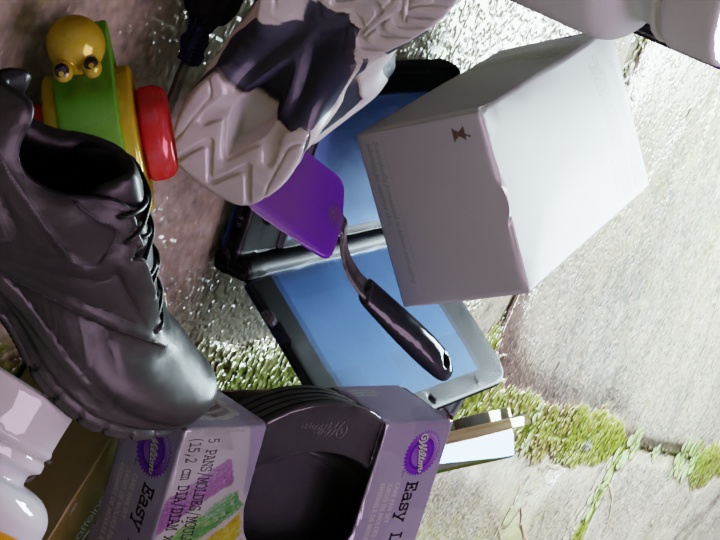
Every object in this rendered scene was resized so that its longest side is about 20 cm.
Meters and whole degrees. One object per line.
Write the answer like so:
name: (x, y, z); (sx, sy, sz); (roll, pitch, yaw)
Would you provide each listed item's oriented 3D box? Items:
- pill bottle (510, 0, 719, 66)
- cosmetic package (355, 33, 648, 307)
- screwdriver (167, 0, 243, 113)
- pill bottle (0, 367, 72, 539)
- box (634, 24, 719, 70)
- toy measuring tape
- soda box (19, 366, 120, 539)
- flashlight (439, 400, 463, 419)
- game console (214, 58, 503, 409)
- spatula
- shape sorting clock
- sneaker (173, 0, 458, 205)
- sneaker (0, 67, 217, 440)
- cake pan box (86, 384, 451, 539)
pill bottle: (0.121, -0.187, 0.962); (0.114, 0.199, 0.115); (-44, 150, -34)
cosmetic package: (0.089, -0.064, 1.060); (0.200, 0.084, 0.108); (-33, 111, -55)
screwdriver: (-0.086, -0.083, 0.873); (0.028, 0.029, 0.201); (-7, 121, -60)
pill bottle: (-0.205, 0.125, 0.758); (0.201, 0.109, 0.109); (-58, 155, -8)
box: (0.173, -0.208, 1.045); (0.144, 0.199, 0.036); (-62, 151, 0)
toy measuring tape: (-0.111, -0.028, 0.821); (0.074, 0.073, 0.201); (-46, 148, -31)
soda box: (-0.160, 0.121, 0.894); (0.201, 0.064, 0.068); (-59, 156, -8)
flashlight: (0.009, 0.138, 1.238); (0.200, 0.068, 0.068); (-55, 151, -13)
game console: (0.022, -0.019, 1.041); (0.200, 0.118, 0.172); (-15, 128, -59)
spatula: (0.000, 0.000, 0.964); (0.200, 0.020, 0.057); (51, 37, -42)
shape sorting clock: (0.003, 0.108, 1.086); (0.200, 0.199, 0.039); (9, 68, -64)
sneaker: (-0.006, -0.128, 0.862); (0.200, 0.079, 0.130); (-55, -174, 21)
sneaker: (-0.113, -0.002, 0.749); (0.091, 0.076, 0.200); (-34, 132, 11)
cake pan box: (-0.054, 0.149, 0.919); (0.184, 0.052, 0.201); (3, 109, -46)
